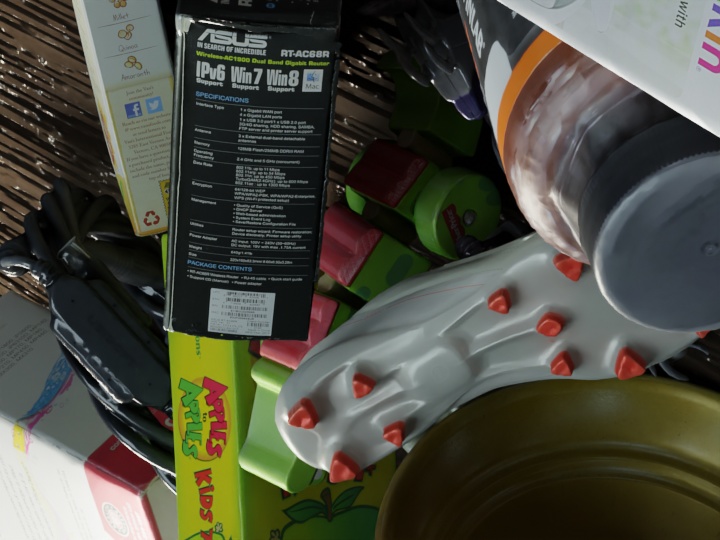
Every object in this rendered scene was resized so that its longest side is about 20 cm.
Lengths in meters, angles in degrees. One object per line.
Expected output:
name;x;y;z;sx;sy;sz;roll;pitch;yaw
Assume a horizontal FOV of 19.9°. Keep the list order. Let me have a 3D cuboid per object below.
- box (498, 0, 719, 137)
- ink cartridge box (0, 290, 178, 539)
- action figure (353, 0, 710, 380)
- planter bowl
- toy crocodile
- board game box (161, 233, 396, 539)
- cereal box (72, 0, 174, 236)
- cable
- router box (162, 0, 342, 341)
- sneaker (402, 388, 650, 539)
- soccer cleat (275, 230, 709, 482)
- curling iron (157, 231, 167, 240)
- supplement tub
box;0.129;-0.139;0.603;0.176;0.200;0.097;35;137;26
ink cartridge box;-0.145;0.115;1.160;0.200;0.086;0.148;25;142;38
action figure;0.083;-0.040;0.827;0.130;0.069;0.201;-23;101;35
planter bowl;0.104;0.140;0.821;0.200;0.200;0.084;33;141;30
toy crocodile;0.000;0.000;0.890;0.067;0.062;0.201;26;89;47
board game box;-0.034;0.081;0.953;0.047;0.101;0.201;-6;86;45
cereal box;-0.116;-0.134;0.959;0.144;0.039;0.201;-116;15;-64
cable;-0.097;0.042;1.024;0.051;0.163;0.200;-43;99;11
router box;-0.040;-0.092;0.840;0.062;0.200;0.150;4;129;-2
sneaker;0.073;0.105;0.917;0.200;0.090;0.067;49;141;13
soccer cleat;0.055;0.018;0.801;0.199;0.078;0.069;-24;111;17
curling iron;-0.037;0.020;1.035;0.200;0.026;0.050;41;150;23
supplement tub;0.089;-0.073;0.674;0.201;0.106;0.107;-100;15;-48
